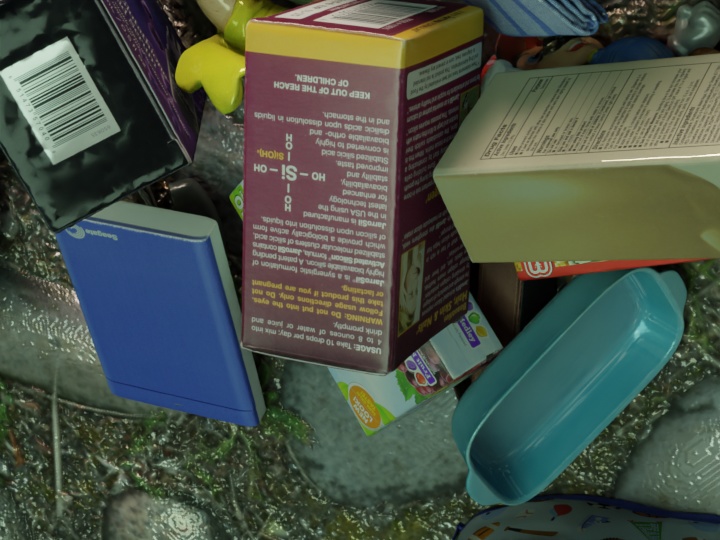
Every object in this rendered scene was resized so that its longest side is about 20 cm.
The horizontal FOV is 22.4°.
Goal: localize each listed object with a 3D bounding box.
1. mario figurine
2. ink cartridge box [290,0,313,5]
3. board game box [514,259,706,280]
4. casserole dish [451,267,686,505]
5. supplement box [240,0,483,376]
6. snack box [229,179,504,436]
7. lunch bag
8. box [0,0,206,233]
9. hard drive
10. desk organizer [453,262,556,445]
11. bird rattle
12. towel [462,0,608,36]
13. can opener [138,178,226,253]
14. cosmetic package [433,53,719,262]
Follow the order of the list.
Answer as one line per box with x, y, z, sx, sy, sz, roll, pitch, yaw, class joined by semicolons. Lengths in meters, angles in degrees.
0.152;-0.132;1.118;0.200;0.123;0.106;3;77;46;mario figurine
-0.074;-0.289;1.195;0.145;0.048;0.200;21;122;17;ink cartridge box
0.206;-0.053;1.111;0.200;0.151;0.046;-7;110;29;board game box
0.134;0.069;1.201;0.200;0.121;0.039;-45;52;-3;casserole dish
0.002;-0.056;1.084;0.103;0.131;0.201;9;108;22;supplement box
0.000;0.000;1.241;0.200;0.053;0.142;60;151;7;snack box
0.138;0.238;1.268;0.199;0.170;0.124;10;112;20;lunch bag
-0.182;-0.135;1.191;0.104;0.200;0.148;-26;109;8;box
-0.149;0.032;1.354;0.132;0.025;0.200;11;138;21;hard drive
0.087;0.008;1.245;0.077;0.072;0.201;13;118;23;desk organizer
-0.068;-0.205;1.173;0.163;0.113;0.200;-20;90;19;bird rattle
0.039;-0.198;1.049;0.200;0.147;0.024;37;83;-21;towel
-0.160;-0.087;1.341;0.066;0.053;0.200;-23;105;-3;can opener
0.154;-0.062;1.014;0.200;0.105;0.071;0;130;35;cosmetic package
